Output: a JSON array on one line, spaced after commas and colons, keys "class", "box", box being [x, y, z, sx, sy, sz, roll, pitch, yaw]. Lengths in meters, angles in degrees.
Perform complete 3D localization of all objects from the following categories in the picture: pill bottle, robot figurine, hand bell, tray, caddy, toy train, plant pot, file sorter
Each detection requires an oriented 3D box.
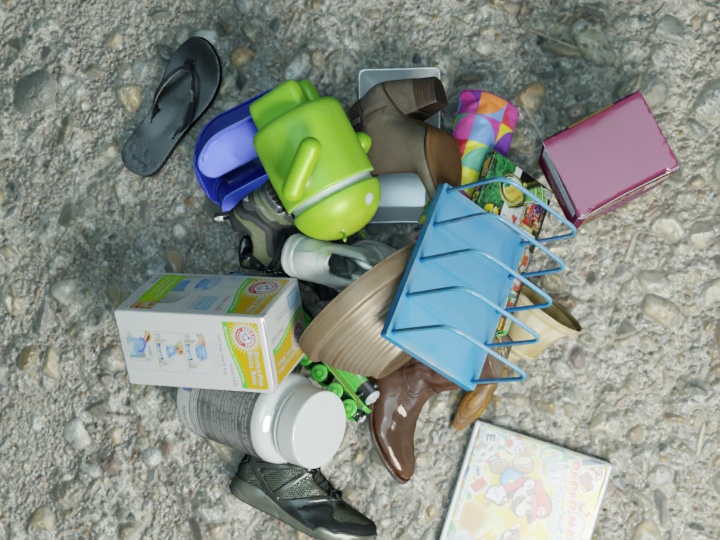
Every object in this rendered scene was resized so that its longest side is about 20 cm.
[{"class": "pill bottle", "box": [-0.122, 0.172, 1.622, 0.199, 0.114, 0.114, 13, 90, 40]}, {"class": "robot figurine", "box": [-0.051, -0.125, 1.559, 0.115, 0.175, 0.201, -28, 86, 21]}, {"class": "hand bell", "box": [0.178, 0.121, 1.656, 0.104, 0.104, 0.200, 37, 106, 7]}, {"class": "tray", "box": [0.051, -0.160, 1.700, 0.107, 0.022, 0.201, 0, 88, 6]}, {"class": "caddy", "box": [-0.118, -0.148, 1.682, 0.199, 0.105, 0.142, -25, 107, 5]}, {"class": "toy train", "box": [-0.048, 0.109, 1.671, 0.056, 0.042, 0.200, -42, 67, -1]}, {"class": "plant pot", "box": [0.031, 0.062, 1.576, 0.201, 0.201, 0.093, -41, 78, 4]}, {"class": "file sorter", "box": [0.141, 0.013, 1.484, 0.139, 0.122, 0.201, 33, 67, -27]}]

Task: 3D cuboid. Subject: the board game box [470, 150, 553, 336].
[{"class": "board game box", "box": [0.164, -0.033, 1.592, 0.105, 0.023, 0.201, 30, 68, -25]}]

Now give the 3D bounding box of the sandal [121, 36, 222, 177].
[{"class": "sandal", "box": [-0.244, -0.213, 1.728, 0.076, 0.043, 0.201, 28, 92, 7]}]

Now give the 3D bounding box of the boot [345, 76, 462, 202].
[{"class": "boot", "box": [0.045, -0.145, 1.627, 0.146, 0.070, 0.201, -22, 58, 33]}]

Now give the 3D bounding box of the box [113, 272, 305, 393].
[{"class": "box", "box": [-0.177, 0.073, 1.592, 0.199, 0.113, 0.102, 2, 115, 22]}]

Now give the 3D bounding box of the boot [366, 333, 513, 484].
[{"class": "boot", "box": [0.104, 0.154, 1.629, 0.199, 0.064, 0.187, -18, 83, 27]}]

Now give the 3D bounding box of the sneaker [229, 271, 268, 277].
[{"class": "sneaker", "box": [-0.181, 0.046, 1.702, 0.199, 0.090, 0.079, -3, 116, 23]}]

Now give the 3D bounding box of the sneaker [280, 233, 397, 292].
[{"class": "sneaker", "box": [0.000, 0.000, 1.616, 0.088, 0.199, 0.076, 12, 94, 44]}]

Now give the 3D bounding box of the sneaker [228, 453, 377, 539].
[{"class": "sneaker", "box": [-0.059, 0.270, 1.671, 0.199, 0.076, 0.115, 25, 98, 13]}]

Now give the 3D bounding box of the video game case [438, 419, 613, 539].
[{"class": "video game case", "box": [0.203, 0.311, 1.664, 0.181, 0.023, 0.201, 17, 90, 7]}]

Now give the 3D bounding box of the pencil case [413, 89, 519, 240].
[{"class": "pencil case", "box": [0.132, -0.124, 1.648, 0.088, 0.088, 0.201, 20, 82, 7]}]

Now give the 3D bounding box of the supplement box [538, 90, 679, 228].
[{"class": "supplement box", "box": [0.292, -0.126, 1.580, 0.130, 0.200, 0.104, -27, 85, 4]}]

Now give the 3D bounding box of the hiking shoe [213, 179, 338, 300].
[{"class": "hiking shoe", "box": [-0.100, -0.028, 1.655, 0.100, 0.076, 0.200, -23, 129, 15]}]
